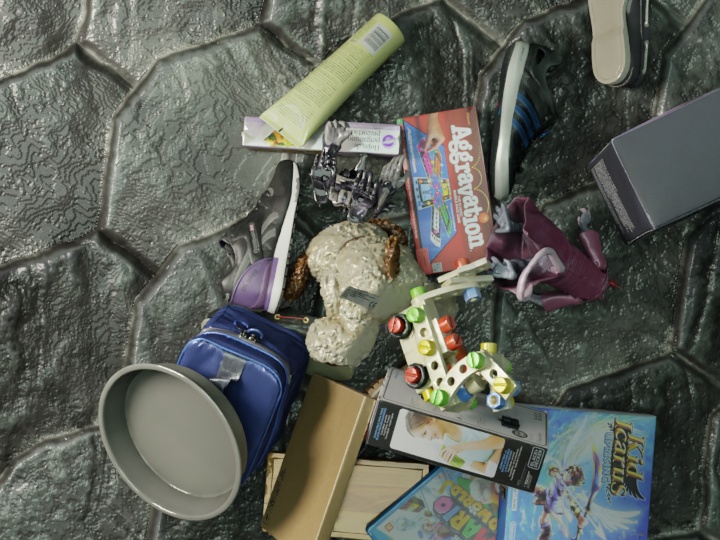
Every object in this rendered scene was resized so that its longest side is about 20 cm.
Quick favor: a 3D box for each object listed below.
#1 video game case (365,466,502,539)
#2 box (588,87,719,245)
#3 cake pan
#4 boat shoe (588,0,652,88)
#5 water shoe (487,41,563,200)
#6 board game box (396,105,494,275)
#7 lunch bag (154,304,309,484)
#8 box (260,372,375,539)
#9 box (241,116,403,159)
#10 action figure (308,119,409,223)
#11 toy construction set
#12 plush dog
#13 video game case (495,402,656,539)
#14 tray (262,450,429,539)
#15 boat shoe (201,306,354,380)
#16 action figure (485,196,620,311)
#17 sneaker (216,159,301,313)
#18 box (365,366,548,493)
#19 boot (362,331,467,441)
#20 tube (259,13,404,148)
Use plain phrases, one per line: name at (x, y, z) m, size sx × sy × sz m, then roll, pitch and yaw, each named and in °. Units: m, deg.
video game case at (0.125, 0.306, 1.682) m, size 0.200 × 0.018 × 0.143 m, roll -39°, pitch 95°, yaw -10°
box at (0.395, -0.132, 1.636) m, size 0.200 × 0.198 × 0.123 m, roll -25°, pitch 86°, yaw -1°
cake pan at (-0.211, 0.191, 1.579) m, size 0.200 × 0.037 × 0.201 m, roll 13°, pitch 119°, yaw 26°
boat shoe at (0.331, -0.325, 1.730) m, size 0.063 × 0.073 × 0.201 m, roll 12°, pitch 79°, yaw -41°
water shoe at (0.208, -0.184, 1.708) m, size 0.079 × 0.072 × 0.201 m, roll 9°, pitch 89°, yaw -3°
board game box at (0.110, -0.099, 1.724) m, size 0.103 × 0.019 × 0.201 m, roll -9°, pitch 86°, yaw 8°
lunch bag at (-0.151, 0.146, 1.630) m, size 0.136 × 0.132 × 0.200 m, roll 23°, pitch 116°, yaw 6°
box at (-0.051, 0.229, 1.612) m, size 0.021 × 0.163 × 0.200 m, roll 21°, pitch 87°, yaw -24°
box at (-0.047, -0.165, 1.720) m, size 0.199 × 0.041 × 0.039 m, roll 4°, pitch 87°, yaw 6°
action figure at (-0.004, -0.114, 1.639) m, size 0.119 × 0.200 × 0.102 m, roll 25°, pitch 98°, yaw 1°
toy construction set at (0.107, 0.076, 1.549) m, size 0.131 × 0.092 × 0.200 m, roll -31°, pitch 50°, yaw 31°
plush dog at (0.000, 0.000, 1.652) m, size 0.200 × 0.172 × 0.161 m, roll -21°, pitch 127°, yaw -22°
video game case at (0.262, 0.268, 1.676) m, size 0.181 × 0.045 × 0.201 m, roll 5°, pitch 86°, yaw -10°
tray at (-0.018, 0.280, 1.703) m, size 0.199 × 0.037 × 0.099 m, roll 4°, pitch 87°, yaw 1°
boat shoe at (-0.096, 0.081, 1.706) m, size 0.201 × 0.074 × 0.063 m, roll 12°, pitch 56°, yaw 10°
action figure at (0.247, -0.011, 1.658) m, size 0.200 × 0.149 × 0.134 m, roll 23°, pitch 97°, yaw -29°
sneaker at (-0.125, -0.052, 1.682) m, size 0.087 × 0.076 × 0.201 m, roll 12°, pitch 66°, yaw -7°
box at (0.113, 0.182, 1.590) m, size 0.199 × 0.117 × 0.060 m, roll 16°, pitch 106°, yaw 2°
boot at (0.059, 0.166, 1.692) m, size 0.200 × 0.075 × 0.107 m, roll -41°, pitch 91°, yaw -2°
tube at (-0.031, -0.237, 1.711) m, size 0.200 × 0.058 × 0.052 m, roll -45°, pitch 109°, yaw -13°
